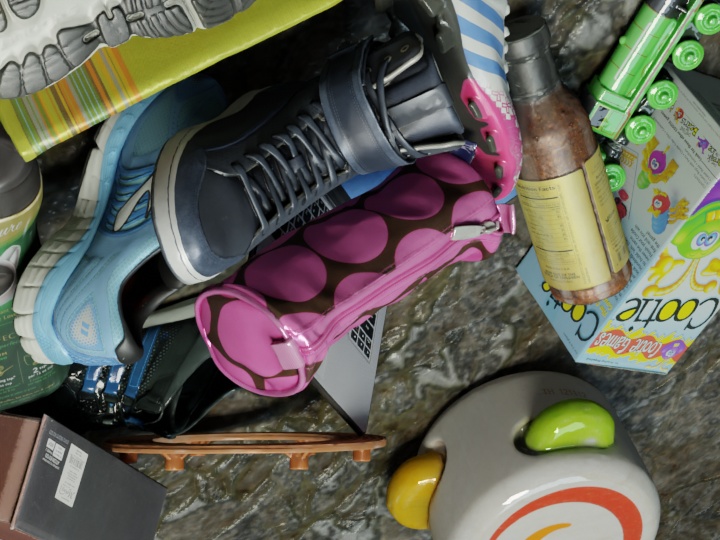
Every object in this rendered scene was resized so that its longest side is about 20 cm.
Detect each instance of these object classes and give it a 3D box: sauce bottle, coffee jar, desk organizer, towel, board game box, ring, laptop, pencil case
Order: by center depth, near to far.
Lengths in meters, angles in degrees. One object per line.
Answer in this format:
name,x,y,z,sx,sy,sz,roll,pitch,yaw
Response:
towel,-0.113,-0.136,0.883,0.199,0.086,0.018,-27,156,-4
coffee jar,-0.233,-0.007,0.942,0.103,0.086,0.201,-13,138,-15
pencil case,0.000,0.000,0.959,0.200,0.093,0.091,-35,133,-32
desk organizer,-0.207,0.150,1.058,0.076,0.072,0.200,8,162,19
laptop,0.026,-0.023,1.061,0.115,0.201,0.187,-6,147,25
sauce bottle,0.132,-0.073,1.072,0.066,0.066,0.201,-23,117,-8
ring,-0.080,0.125,1.114,0.199,0.019,0.200,0,176,0
board game box,0.224,-0.034,1.170,0.102,0.105,0.201,10,127,-37

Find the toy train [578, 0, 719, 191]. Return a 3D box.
toy train,0.182,-0.118,1.106,0.056,0.042,0.201,19,117,-20

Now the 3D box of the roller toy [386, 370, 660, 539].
roller toy,0.140,0.182,1.313,0.200,0.140,0.182,-37,128,12

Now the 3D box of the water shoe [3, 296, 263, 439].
water shoe,-0.152,0.077,1.080,0.199,0.079,0.072,-23,139,-8

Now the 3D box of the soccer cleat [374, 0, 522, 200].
soccer cleat,0.071,-0.131,0.994,0.087,0.069,0.201,-55,142,-29

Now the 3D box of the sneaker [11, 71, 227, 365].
sneaker,-0.119,-0.026,0.934,0.201,0.089,0.078,-67,155,-21

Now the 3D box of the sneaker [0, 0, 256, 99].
sneaker,-0.133,-0.163,0.844,0.199,0.085,0.077,-22,128,-13

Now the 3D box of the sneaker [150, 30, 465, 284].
sneaker,-0.024,-0.068,0.893,0.145,0.203,0.077,-12,114,26
